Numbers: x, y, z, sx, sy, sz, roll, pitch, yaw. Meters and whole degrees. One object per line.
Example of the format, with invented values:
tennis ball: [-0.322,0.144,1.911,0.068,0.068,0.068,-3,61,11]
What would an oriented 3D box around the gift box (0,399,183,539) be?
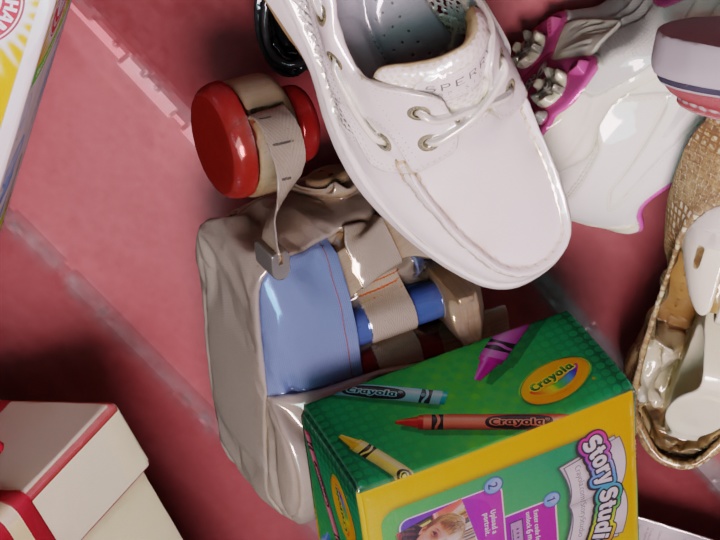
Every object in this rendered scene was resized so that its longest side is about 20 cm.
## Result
gift box: [-0.174,0.163,0.940,0.184,0.200,0.187,-6,121,38]

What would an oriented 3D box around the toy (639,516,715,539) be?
toy: [0.178,0.168,1.034,0.200,0.047,0.115,15,121,1]

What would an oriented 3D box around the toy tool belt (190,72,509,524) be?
toy tool belt: [0.000,0.000,0.935,0.123,0.125,0.200,-18,123,-22]

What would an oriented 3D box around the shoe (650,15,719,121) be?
shoe: [0.195,-0.032,0.803,0.200,0.071,0.091,12,112,21]

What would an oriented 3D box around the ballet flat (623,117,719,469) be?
ballet flat: [0.149,0.011,0.908,0.070,0.065,0.200,7,139,2]

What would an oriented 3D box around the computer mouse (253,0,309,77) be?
computer mouse: [0.037,-0.118,0.871,0.200,0.046,0.141,6,120,19]

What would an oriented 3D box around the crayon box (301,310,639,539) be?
crayon box: [0.050,0.125,0.928,0.119,0.058,0.200,-19,128,-16]

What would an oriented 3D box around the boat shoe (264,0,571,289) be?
boat shoe: [0.021,-0.073,0.827,0.071,0.069,0.200,-41,109,-16]

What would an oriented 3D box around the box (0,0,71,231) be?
box: [-0.178,-0.076,0.895,0.101,0.113,0.200,19,116,-6]

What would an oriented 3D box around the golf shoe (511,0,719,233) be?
golf shoe: [0.135,-0.092,0.897,0.091,0.075,0.200,35,120,-26]
